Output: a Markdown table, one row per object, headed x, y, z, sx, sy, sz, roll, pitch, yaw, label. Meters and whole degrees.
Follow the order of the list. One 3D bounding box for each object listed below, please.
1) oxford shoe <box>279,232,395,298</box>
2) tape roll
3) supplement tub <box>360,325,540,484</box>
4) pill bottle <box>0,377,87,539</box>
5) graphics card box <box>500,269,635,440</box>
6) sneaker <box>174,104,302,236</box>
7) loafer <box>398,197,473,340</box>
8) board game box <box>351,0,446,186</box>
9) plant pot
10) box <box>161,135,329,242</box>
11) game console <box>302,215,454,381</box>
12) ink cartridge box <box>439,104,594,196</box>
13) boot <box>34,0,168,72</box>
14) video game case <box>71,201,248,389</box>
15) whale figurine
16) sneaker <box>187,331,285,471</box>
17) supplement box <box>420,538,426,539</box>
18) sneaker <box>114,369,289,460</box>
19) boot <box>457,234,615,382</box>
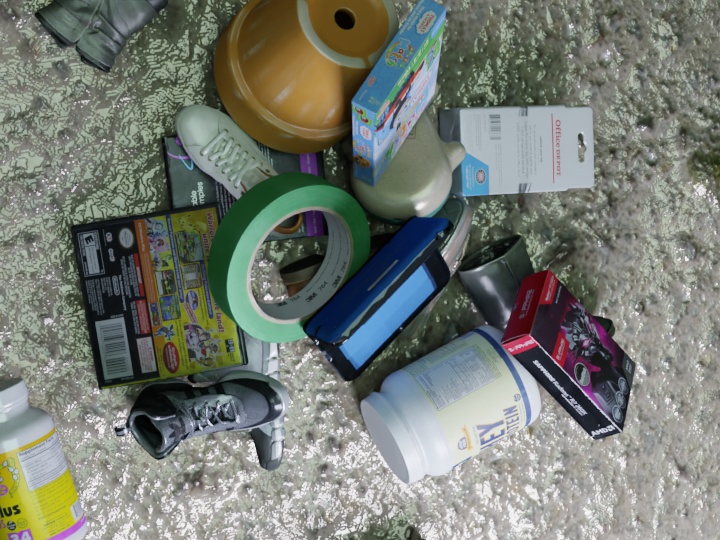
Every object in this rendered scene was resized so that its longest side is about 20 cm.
| x | y | z | sx | sy | sz | roll | pitch | yaw | label |
| --- | --- | --- | --- | --- | --- | --- | --- | --- | --- |
| 0.000 | 0.000 | 1.393 | 0.200 | 0.071 | 0.071 | -19 | 105 | -6 | oxford shoe |
| -0.082 | -0.014 | 1.267 | 0.200 | 0.048 | 0.201 | -20 | 125 | -30 | tape roll |
| 0.116 | 0.175 | 1.401 | 0.200 | 0.145 | 0.145 | -27 | 102 | -15 | supplement tub |
| -0.394 | 0.230 | 1.250 | 0.104 | 0.104 | 0.200 | -19 | 99 | -17 | pill bottle |
| 0.273 | 0.109 | 1.395 | 0.200 | 0.051 | 0.126 | 46 | 43 | -20 | graphics card box |
| -0.137 | -0.123 | 1.289 | 0.200 | 0.085 | 0.073 | 45 | 81 | -14 | sneaker |
| 0.093 | 0.000 | 1.429 | 0.063 | 0.072 | 0.200 | 32 | 89 | -36 | loafer |
| 0.042 | -0.201 | 1.249 | 0.037 | 0.200 | 0.151 | 30 | 75 | 8 | board game box |
| -0.050 | -0.260 | 1.265 | 0.200 | 0.183 | 0.200 | 7 | 74 | -24 | plant pot |
| -0.141 | -0.105 | 1.351 | 0.200 | 0.036 | 0.143 | -7 | 95 | -20 | box |
| 0.043 | 0.042 | 1.292 | 0.200 | 0.171 | 0.118 | -46 | 106 | -11 | game console |
| 0.210 | -0.161 | 1.449 | 0.200 | 0.067 | 0.116 | -4 | 95 | -21 | ink cartridge box |
| -0.334 | -0.336 | 1.255 | 0.131 | 0.068 | 0.200 | -46 | 105 | -5 | boot |
| -0.240 | 0.030 | 1.297 | 0.181 | 0.026 | 0.200 | -9 | 91 | -2 | video game case |
| 0.056 | -0.151 | 1.393 | 0.159 | 0.104 | 0.200 | 3 | 69 | 4 | whale figurine |
| -0.157 | 0.153 | 1.351 | 0.115 | 0.075 | 0.200 | -3 | 88 | -11 | sneaker |
| 0.033 | 0.461 | 1.414 | 0.200 | 0.103 | 0.131 | -21 | 99 | -17 | supplement box |
| -0.188 | 0.174 | 1.269 | 0.200 | 0.114 | 0.076 | -4 | 108 | 18 | sneaker |
| 0.242 | 0.040 | 1.470 | 0.182 | 0.073 | 0.200 | -28 | 104 | -15 | boot |
